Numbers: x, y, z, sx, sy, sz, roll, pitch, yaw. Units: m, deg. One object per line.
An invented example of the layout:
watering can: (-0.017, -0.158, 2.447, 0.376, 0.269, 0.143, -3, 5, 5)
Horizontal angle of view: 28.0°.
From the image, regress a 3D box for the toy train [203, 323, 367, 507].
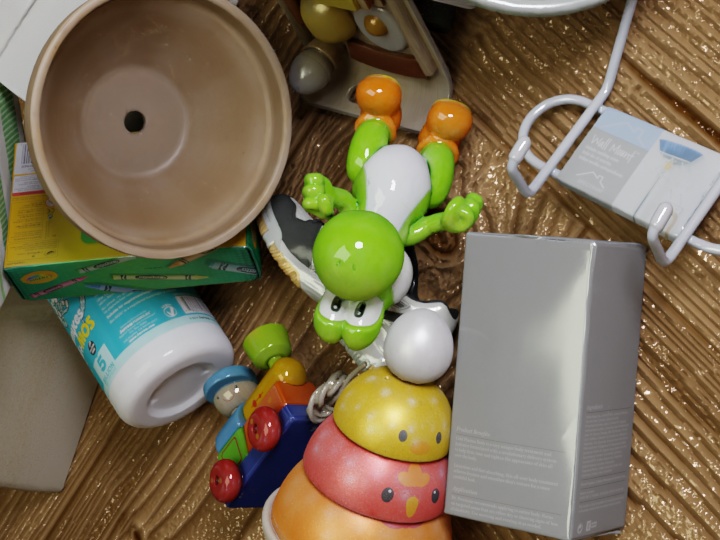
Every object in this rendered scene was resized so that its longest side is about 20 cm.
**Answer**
toy train: (-0.056, 0.088, 1.122, 0.200, 0.084, 0.116, -54, 45, 37)

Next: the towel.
towel: (-0.293, -0.060, 1.151, 0.023, 0.200, 0.154, -1, 117, 0)

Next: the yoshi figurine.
yoshi figurine: (0.017, -0.045, 1.002, 0.112, 0.112, 0.201, -9, 52, 40)

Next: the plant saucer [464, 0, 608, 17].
plant saucer: (0.114, -0.250, 0.986, 0.198, 0.050, 0.202, 0, 66, 0)

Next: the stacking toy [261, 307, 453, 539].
stacking toy: (0.017, 0.118, 1.016, 0.146, 0.146, 0.201, 30, 117, 34)

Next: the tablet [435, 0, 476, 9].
tablet: (0.004, -0.246, 0.964, 0.014, 0.199, 0.131, -28, 73, 36)

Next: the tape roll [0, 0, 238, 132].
tape roll: (-0.219, -0.230, 1.192, 0.139, 0.202, 0.203, -47, 63, 27)

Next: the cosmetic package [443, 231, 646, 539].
cosmetic package: (0.127, 0.075, 0.991, 0.106, 0.090, 0.202, 8, 91, 38)

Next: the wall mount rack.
wall mount rack: (0.195, -0.103, 0.952, 0.199, 0.075, 0.174, 30, 78, 33)

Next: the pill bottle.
pill bottle: (-0.199, 0.026, 1.226, 0.111, 0.110, 0.200, -51, 60, 25)

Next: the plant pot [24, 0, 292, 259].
plant pot: (-0.158, -0.113, 1.088, 0.093, 0.199, 0.203, -167, 82, -66)

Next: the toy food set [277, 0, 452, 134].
toy food set: (-0.028, -0.183, 1.062, 0.143, 0.200, 0.061, 20, 67, 37)

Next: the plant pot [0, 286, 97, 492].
plant pot: (-0.370, 0.078, 1.315, 0.199, 0.176, 0.201, 30, 107, 33)

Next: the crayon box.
crayon box: (-0.181, -0.048, 1.166, 0.198, 0.058, 0.120, -5, 62, 5)

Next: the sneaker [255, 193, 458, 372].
sneaker: (0.000, 0.000, 1.109, 0.088, 0.076, 0.200, -45, 63, 7)

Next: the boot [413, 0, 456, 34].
boot: (0.013, -0.267, 1.108, 0.199, 0.068, 0.132, 22, 95, 30)
